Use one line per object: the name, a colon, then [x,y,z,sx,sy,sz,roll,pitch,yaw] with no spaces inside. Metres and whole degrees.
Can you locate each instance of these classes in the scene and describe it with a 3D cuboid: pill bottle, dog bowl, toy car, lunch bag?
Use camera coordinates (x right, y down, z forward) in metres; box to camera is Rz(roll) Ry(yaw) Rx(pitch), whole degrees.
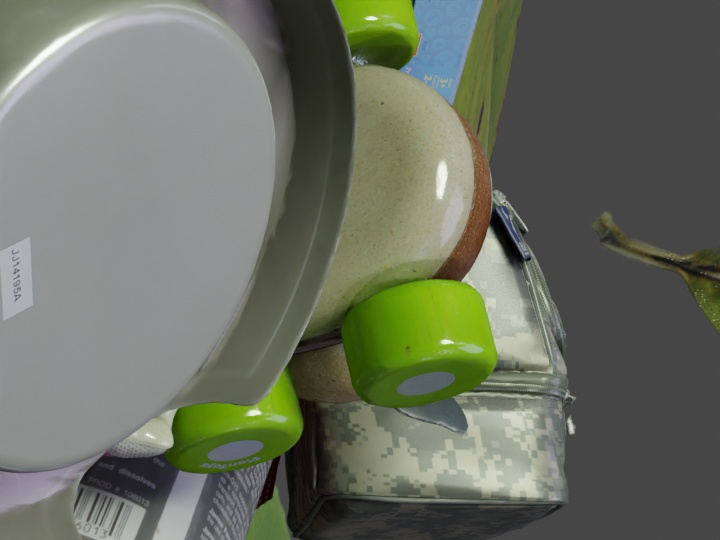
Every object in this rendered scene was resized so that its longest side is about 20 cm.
pill bottle: [-0.100,0.086,0.995,0.116,0.116,0.200,94,11,-47]
dog bowl: [-0.087,-0.015,0.679,0.200,0.059,0.200,-31,134,-40]
toy car: [0.000,0.000,0.963,0.200,0.158,0.165,35,39,-62]
lunch bag: [0.033,0.052,1.247,0.200,0.139,0.168,116,-28,-76]

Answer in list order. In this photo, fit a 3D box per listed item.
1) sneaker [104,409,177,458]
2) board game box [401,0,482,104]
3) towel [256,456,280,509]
sneaker: [-0.094,-0.002,0.803,0.200,0.088,0.081,92,13,-58]
board game box: [0.022,-0.193,1.093,0.200,0.037,0.151,-106,-155,-48]
towel: [-0.090,0.083,1.185,0.200,0.022,0.145,-27,133,-57]
